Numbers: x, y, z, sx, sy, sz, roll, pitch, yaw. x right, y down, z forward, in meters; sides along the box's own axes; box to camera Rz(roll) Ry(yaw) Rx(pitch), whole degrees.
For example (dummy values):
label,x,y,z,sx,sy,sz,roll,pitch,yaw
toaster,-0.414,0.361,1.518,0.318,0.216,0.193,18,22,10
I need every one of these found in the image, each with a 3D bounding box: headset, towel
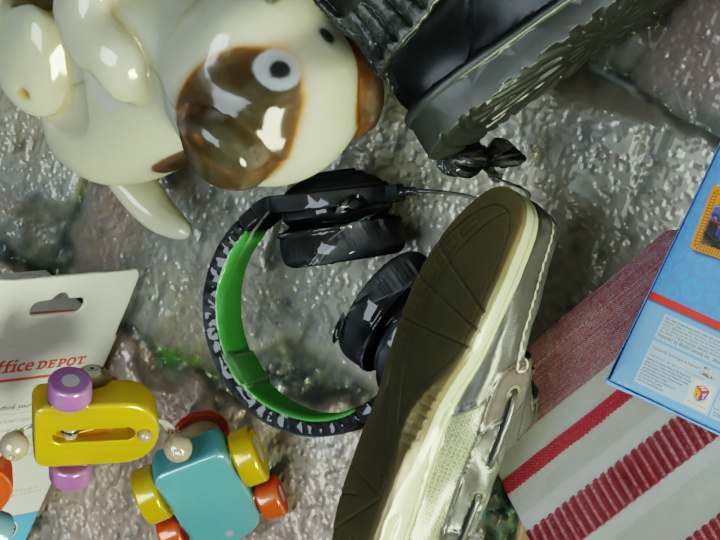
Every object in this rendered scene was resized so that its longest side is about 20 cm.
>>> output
label,x,y,z,sx,sy,sz,roll,pitch,yaw
headset,0.000,0.000,1.359,0.200,0.094,0.124,-39,76,24
towel,0.139,0.101,1.272,0.144,0.023,0.200,-41,58,28

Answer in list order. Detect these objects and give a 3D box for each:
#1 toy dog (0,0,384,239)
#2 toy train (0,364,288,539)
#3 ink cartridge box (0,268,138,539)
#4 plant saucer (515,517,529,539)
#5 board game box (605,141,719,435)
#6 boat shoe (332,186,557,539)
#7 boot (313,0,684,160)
label,x,y,z,sx,sy,sz,roll,pitch,yaw
toy dog,-0.087,-0.096,1.352,0.200,0.139,0.194,13,112,48
toy train,-0.140,0.108,1.446,0.150,0.200,0.056,-54,30,31
ink cartridge box,-0.210,0.067,1.496,0.068,0.115,0.200,40,117,30
plant saucer,0.158,0.136,1.286,0.200,0.035,0.201,-9,76,42
board game box,0.216,-0.010,1.210,0.151,0.037,0.200,25,91,28
boat shoe,0.049,0.058,1.300,0.201,0.066,0.072,-67,28,12
boot,0.065,-0.169,1.261,0.211,0.079,0.158,-35,78,3
